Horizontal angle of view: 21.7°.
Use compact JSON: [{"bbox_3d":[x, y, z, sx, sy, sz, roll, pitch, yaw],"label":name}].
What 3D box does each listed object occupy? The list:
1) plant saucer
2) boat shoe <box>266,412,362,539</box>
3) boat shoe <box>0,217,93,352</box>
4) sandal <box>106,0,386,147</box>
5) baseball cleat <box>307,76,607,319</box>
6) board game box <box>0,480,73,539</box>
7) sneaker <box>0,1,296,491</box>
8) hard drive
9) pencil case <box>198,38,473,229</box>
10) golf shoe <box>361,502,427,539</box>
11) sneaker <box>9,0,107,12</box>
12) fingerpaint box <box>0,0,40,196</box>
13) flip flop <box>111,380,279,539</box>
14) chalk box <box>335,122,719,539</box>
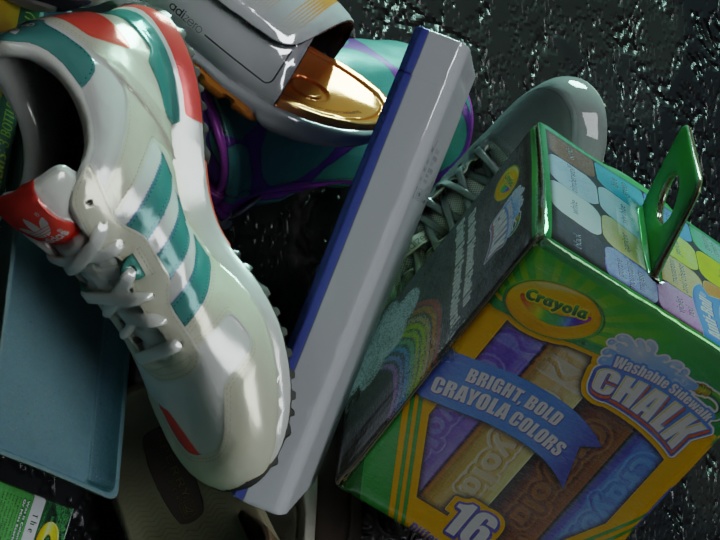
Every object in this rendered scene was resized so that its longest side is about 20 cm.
[{"bbox_3d":[-0.118,-0.010,0.757,0.070,0.019,0.200,31,51,-45],"label":"plant saucer"},{"bbox_3d":[-0.031,0.155,0.895,0.060,0.072,0.200,22,62,-44],"label":"boat shoe"},{"bbox_3d":[-0.147,0.026,0.779,0.068,0.072,0.200,56,39,-26],"label":"boat shoe"},{"bbox_3d":[-0.067,-0.128,0.819,0.207,0.059,0.079,34,28,-2],"label":"sandal"},{"bbox_3d":[0.043,-0.013,0.932,0.106,0.200,0.070,1,40,-46],"label":"baseball cleat"},{"bbox_3d":[-0.169,0.176,0.715,0.105,0.023,0.200,42,61,-62],"label":"board game box"},{"bbox_3d":[-0.094,-0.006,0.721,0.093,0.070,0.200,-11,83,-49],"label":"sneaker"},{"bbox_3d":[0.000,0.000,0.804,0.132,0.025,0.200,-3,115,-85],"label":"hard drive"},{"bbox_3d":[-0.031,-0.068,0.915,0.200,0.085,0.092,-10,78,-50],"label":"pencil case"},{"bbox_3d":[0.053,0.092,0.991,0.200,0.094,0.078,-43,107,-32],"label":"golf shoe"},{"bbox_3d":[-0.127,-0.151,0.661,0.199,0.130,0.080,27,64,-46],"label":"sneaker"},{"bbox_3d":[-0.204,-0.134,0.725,0.167,0.073,0.200,27,64,-45],"label":"fingerpaint box"},{"bbox_3d":[-0.057,0.133,0.811,0.200,0.081,0.058,62,-4,17],"label":"flip flop"},{"bbox_3d":[0.097,0.027,0.843,0.124,0.200,0.124,33,26,-12],"label":"chalk box"}]
